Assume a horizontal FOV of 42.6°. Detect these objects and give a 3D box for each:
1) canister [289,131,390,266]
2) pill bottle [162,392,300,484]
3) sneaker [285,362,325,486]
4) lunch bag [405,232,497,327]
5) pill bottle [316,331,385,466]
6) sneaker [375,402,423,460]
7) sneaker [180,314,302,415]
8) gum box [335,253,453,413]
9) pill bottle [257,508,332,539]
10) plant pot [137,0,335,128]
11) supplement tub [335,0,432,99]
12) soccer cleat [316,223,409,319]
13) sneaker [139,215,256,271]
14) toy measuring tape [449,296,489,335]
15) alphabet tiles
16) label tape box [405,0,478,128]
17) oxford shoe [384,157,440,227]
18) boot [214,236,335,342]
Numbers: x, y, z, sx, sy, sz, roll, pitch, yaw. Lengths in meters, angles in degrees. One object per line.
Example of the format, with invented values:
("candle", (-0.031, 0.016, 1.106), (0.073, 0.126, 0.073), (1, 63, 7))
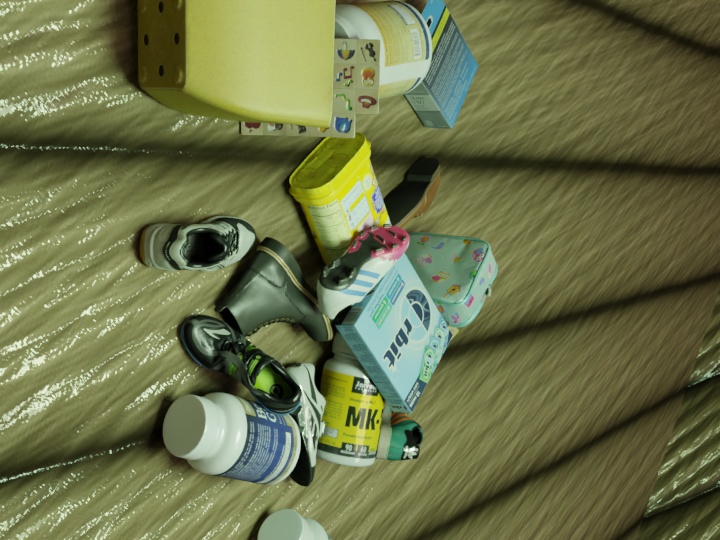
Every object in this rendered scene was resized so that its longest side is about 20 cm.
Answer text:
("canister", (-0.023, -0.093, 1.466), (0.149, 0.085, 0.202), (-51, 136, -34))
("pill bottle", (-0.181, 0.234, 1.300), (0.199, 0.109, 0.113), (29, 75, -53))
("sneaker", (-0.085, 0.242, 1.466), (0.088, 0.073, 0.205), (-25, 118, -46))
("lunch bag", (0.139, 0.010, 1.613), (0.162, 0.197, 0.078), (-58, 140, -30))
("pill bottle", (-0.014, 0.210, 1.523), (0.113, 0.113, 0.205), (11, 89, -54))
("sneaker", (0.069, 0.287, 1.618), (0.200, 0.078, 0.073), (-72, 174, -78))
("sneaker", (-0.159, 0.125, 1.282), (0.198, 0.083, 0.071), (38, 61, -9))
("gum box", (0.060, 0.097, 1.486), (0.171, 0.044, 0.202), (-56, 128, -35))
("pill bottle", (-0.086, 0.469, 1.483), (0.112, 0.109, 0.201), (-57, 138, -28))
("plant pot", (-0.167, -0.282, 1.150), (0.197, 0.193, 0.199), (-7, 104, -41))
("supplement tub", (0.003, -0.329, 1.397), (0.199, 0.142, 0.148), (-23, 116, -49))
("soccer cleat", (0.000, 0.000, 1.414), (0.199, 0.069, 0.088), (-36, 147, -39))
("sneaker", (-0.198, -0.029, 1.239), (0.198, 0.086, 0.078), (-15, 108, -53))
("toy measuring tape", (0.153, 0.093, 1.731), (0.200, 0.074, 0.073), (-47, 139, 4))
("alphabet tiles", (-0.070, -0.273, 1.291), (0.008, 0.195, 0.171), (-78, 170, -79))
("label tape box", (0.123, -0.369, 1.622), (0.200, 0.065, 0.145), (46, 61, -45))
("oxford shoe", (0.092, -0.116, 1.634), (0.200, 0.070, 0.072), (-49, 139, -38))
("boot", (-0.129, 0.070, 1.379), (0.139, 0.077, 0.201), (-52, 125, -25))
